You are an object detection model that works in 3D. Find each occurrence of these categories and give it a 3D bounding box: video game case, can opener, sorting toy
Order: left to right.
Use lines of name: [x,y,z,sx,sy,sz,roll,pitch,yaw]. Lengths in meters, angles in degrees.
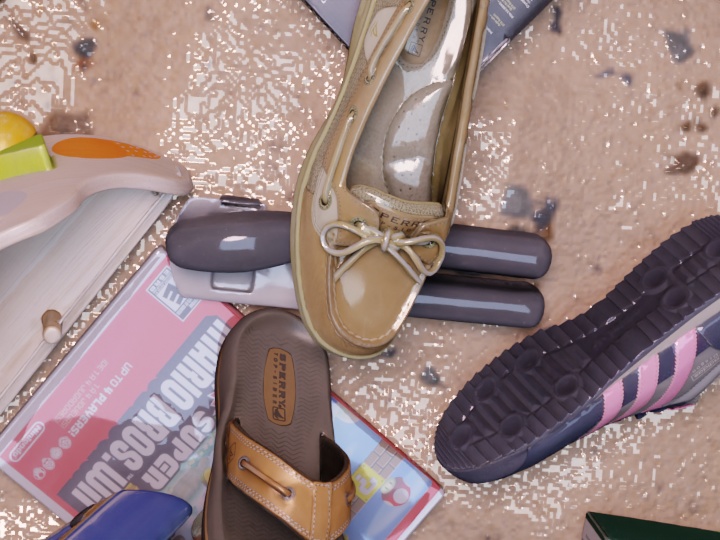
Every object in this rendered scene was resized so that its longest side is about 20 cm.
sorting toy: [-0.180,0.010,0.914,0.107,0.180,0.200,39,94,-9]
video game case: [-0.075,0.105,1.018,0.200,0.017,0.143,41,94,-9]
can opener: [0.000,0.000,0.979,0.198,0.067,0.054,6,102,-6]

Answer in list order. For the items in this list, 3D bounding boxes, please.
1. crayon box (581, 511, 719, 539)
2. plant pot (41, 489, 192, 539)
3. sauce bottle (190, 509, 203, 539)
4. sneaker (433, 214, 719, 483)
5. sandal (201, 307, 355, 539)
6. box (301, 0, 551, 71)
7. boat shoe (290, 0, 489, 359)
crayon box: [0.189,0.243,1.037,0.171,0.058,0.202,9,98,-6]
plant pot: [-0.138,0.231,0.920,0.199,0.200,0.181,-34,93,30]
sauce bottle: [-0.007,0.193,0.997,0.064,0.065,0.201,-35,101,2]
sneaker: [0.134,0.059,1.001,0.199,0.070,0.082,-33,130,6]
sandal: [-0.030,0.098,0.935,0.081,0.202,0.055,18,140,-25]
box: [0.019,-0.199,0.965,0.160,0.044,0.200,-44,99,3]
boat shoe: [0.018,-0.055,0.923,0.073,0.063,0.203,16,92,-20]
